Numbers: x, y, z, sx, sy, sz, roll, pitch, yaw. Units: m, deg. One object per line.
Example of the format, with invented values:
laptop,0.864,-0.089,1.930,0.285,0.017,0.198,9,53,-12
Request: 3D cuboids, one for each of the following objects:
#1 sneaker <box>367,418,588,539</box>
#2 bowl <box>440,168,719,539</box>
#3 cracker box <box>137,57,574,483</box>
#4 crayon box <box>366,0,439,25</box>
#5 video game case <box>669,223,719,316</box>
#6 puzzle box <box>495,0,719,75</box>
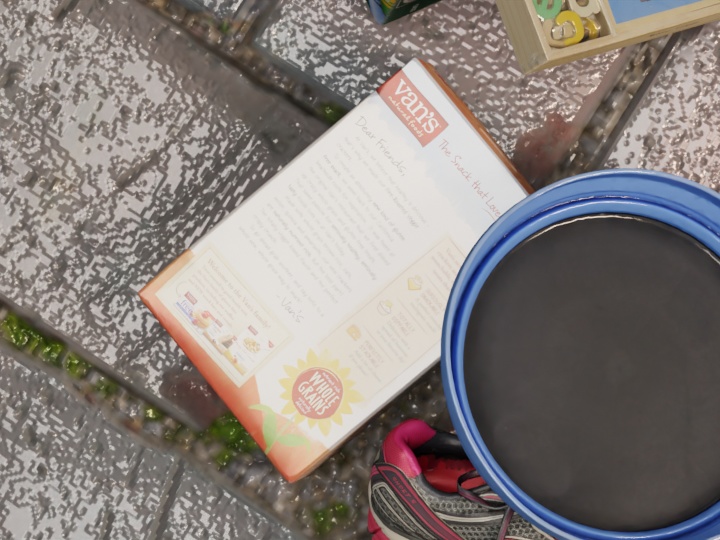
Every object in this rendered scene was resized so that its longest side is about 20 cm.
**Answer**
sneaker,0.099,0.134,1.479,0.200,0.081,0.075,10,133,9
bowl,0.137,0.049,1.449,0.200,0.039,0.201,2,77,-10
cracker box,0.000,0.000,1.523,0.200,0.058,0.134,-40,85,8
crayon box,-0.004,-0.241,1.489,0.051,0.126,0.200,-24,84,-12
video game case,0.255,0.049,1.496,0.182,0.024,0.200,-24,86,9
puzzle box,0.143,-0.187,1.455,0.200,0.025,0.133,-19,85,-32
